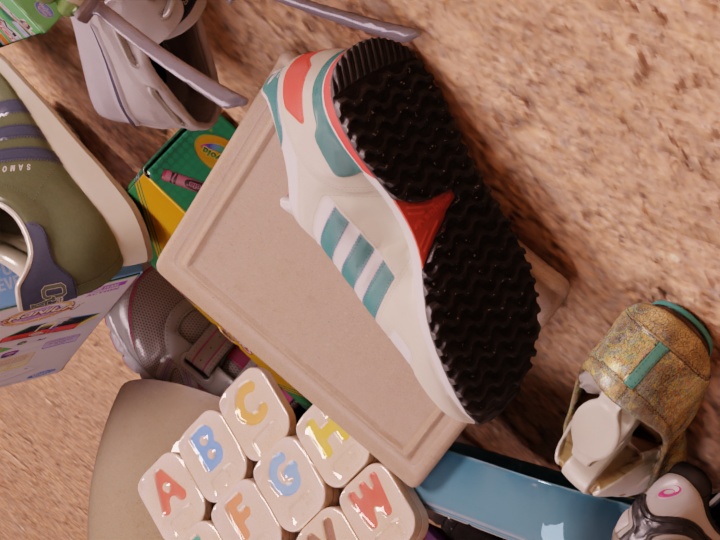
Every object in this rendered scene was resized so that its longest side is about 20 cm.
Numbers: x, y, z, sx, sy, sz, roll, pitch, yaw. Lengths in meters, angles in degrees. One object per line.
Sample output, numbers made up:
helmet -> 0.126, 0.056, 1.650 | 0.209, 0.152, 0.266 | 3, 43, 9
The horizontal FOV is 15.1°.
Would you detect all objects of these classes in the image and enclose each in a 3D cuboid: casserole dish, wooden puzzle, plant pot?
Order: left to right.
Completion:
plant pot -> -0.086, 0.174, 1.651 | 0.200, 0.135, 0.200 | 23, 161, 8
wooden puzzle -> 0.000, 0.000, 1.397 | 0.185, 0.037, 0.200 | 40, 138, 6
casserole dish -> 0.097, 0.126, 1.458 | 0.121, 0.039, 0.200 | 15, 179, -36

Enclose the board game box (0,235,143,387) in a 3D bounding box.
board game box -> -0.230, 0.032, 1.633 | 0.200, 0.153, 0.040 | -43, 65, 61

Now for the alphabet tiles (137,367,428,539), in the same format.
alphabet tiles -> -0.048, 0.162, 1.513 | 0.015, 0.200, 0.196 | 3, -131, -51

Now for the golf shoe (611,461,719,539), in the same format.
golf shoe -> 0.191, 0.156, 1.371 | 0.073, 0.092, 0.200 | 29, 180, 35

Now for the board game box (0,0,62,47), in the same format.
board game box -> -0.258, -0.207, 1.530 | 0.200, 0.029, 0.135 | 48, 160, -16

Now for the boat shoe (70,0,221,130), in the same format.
boat shoe -> -0.109, -0.137, 1.337 | 0.066, 0.072, 0.200 | 15, 144, 18

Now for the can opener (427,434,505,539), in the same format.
can opener -> 0.077, 0.139, 1.611 | 0.200, 0.053, 0.066 | 38, -165, 15

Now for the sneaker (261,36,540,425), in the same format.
sneaker -> 0.015, -0.019, 1.304 | 0.093, 0.070, 0.200 | 4, 125, 53

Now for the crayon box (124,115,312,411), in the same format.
crayon box -> -0.044, 0.007, 1.528 | 0.200, 0.058, 0.119 | 44, 161, -3

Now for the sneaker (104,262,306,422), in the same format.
sneaker -> -0.069, 0.058, 1.670 | 0.200, 0.081, 0.088 | 40, 161, -19

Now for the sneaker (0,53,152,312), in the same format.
sneaker -> -0.209, -0.055, 1.533 | 0.200, 0.090, 0.067 | 46, 157, 27

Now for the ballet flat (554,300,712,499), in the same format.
ballet flat -> 0.127, 0.077, 1.338 | 0.071, 0.071, 0.200 | 38, 161, 13

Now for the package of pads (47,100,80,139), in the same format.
package of pads -> -0.246, -0.021, 1.714 | 0.068, 0.154, 0.200 | 53, 162, 6

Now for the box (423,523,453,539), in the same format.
box -> 0.114, 0.229, 1.590 | 0.137, 0.039, 0.200 | 29, -170, -47

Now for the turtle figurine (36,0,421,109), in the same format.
turtle figurine -> -0.114, -0.129, 1.191 | 0.194, 0.144, 0.200 | -11, 122, 33
